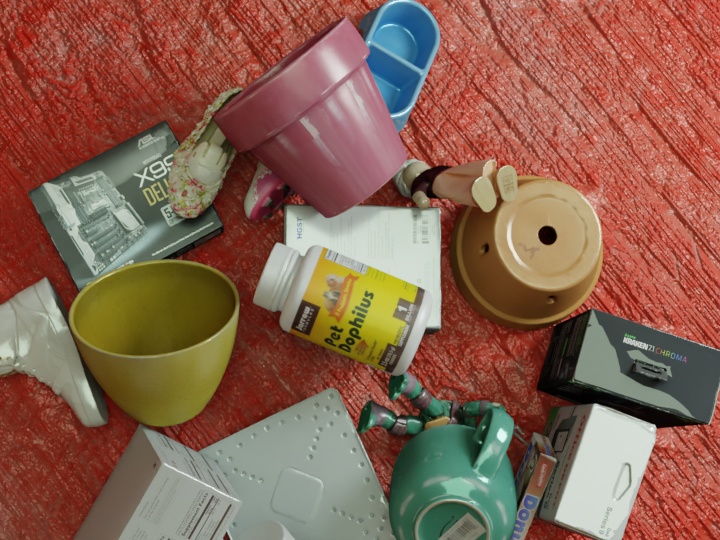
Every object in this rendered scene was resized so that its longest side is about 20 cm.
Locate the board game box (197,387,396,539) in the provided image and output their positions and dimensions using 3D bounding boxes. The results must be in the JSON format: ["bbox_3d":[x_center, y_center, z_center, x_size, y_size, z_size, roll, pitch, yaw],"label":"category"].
[{"bbox_3d":[-0.076,0.275,1.449,0.199,0.026,0.201,-26,84,7],"label":"board game box"}]

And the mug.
[{"bbox_3d":[0.107,0.260,1.371,0.150,0.115,0.187,-3,111,6],"label":"mug"}]

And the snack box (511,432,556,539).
[{"bbox_3d":[0.188,0.301,1.431,0.024,0.072,0.202,19,102,-3],"label":"snack box"}]

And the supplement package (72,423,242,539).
[{"bbox_3d":[-0.248,0.306,1.363,0.110,0.156,0.201,32,88,-22],"label":"supplement package"}]

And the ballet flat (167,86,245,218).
[{"bbox_3d":[-0.185,-0.157,1.476,0.075,0.064,0.201,30,57,-18],"label":"ballet flat"}]

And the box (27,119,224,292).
[{"bbox_3d":[-0.295,-0.074,1.495,0.199,0.050,0.159,-28,85,-8],"label":"box"}]

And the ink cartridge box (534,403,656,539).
[{"bbox_3d":[0.268,0.241,1.416,0.083,0.200,0.147,21,80,-1],"label":"ink cartridge box"}]

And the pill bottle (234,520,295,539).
[{"bbox_3d":[-0.073,0.392,1.371,0.114,0.114,0.201,-37,114,-9],"label":"pill bottle"}]

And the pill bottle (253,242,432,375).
[{"bbox_3d":[-0.022,0.040,1.394,0.198,0.109,0.110,22,80,-1],"label":"pill bottle"}]

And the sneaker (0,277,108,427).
[{"bbox_3d":[-0.395,0.122,1.451,0.115,0.074,0.201,-27,75,-6],"label":"sneaker"}]

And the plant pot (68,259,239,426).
[{"bbox_3d":[-0.240,0.100,1.414,0.198,0.201,0.143,-4,123,-5],"label":"plant pot"}]

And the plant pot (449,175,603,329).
[{"bbox_3d":[0.222,-0.032,1.487,0.198,0.140,0.202,1,81,-5],"label":"plant pot"}]

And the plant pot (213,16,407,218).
[{"bbox_3d":[-0.045,-0.171,1.407,0.200,0.200,0.179,-40,104,-9],"label":"plant pot"}]

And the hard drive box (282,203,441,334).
[{"bbox_3d":[0.000,0.000,1.495,0.198,0.077,0.157,2,81,-5],"label":"hard drive box"}]

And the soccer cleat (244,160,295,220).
[{"bbox_3d":[-0.101,-0.155,1.521,0.086,0.070,0.200,35,74,10],"label":"soccer cleat"}]

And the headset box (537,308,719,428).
[{"bbox_3d":[0.329,0.123,1.441,0.173,0.200,0.094,18,80,-2],"label":"headset box"}]

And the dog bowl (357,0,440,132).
[{"bbox_3d":[0.038,-0.267,1.527,0.111,0.050,0.201,28,67,-12],"label":"dog bowl"}]

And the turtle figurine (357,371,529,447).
[{"bbox_3d":[0.104,0.204,1.461,0.199,0.101,0.150,30,99,-17],"label":"turtle figurine"}]

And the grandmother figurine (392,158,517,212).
[{"bbox_3d":[0.111,-0.112,1.472,0.120,0.199,0.061,-16,106,-32],"label":"grandmother figurine"}]
